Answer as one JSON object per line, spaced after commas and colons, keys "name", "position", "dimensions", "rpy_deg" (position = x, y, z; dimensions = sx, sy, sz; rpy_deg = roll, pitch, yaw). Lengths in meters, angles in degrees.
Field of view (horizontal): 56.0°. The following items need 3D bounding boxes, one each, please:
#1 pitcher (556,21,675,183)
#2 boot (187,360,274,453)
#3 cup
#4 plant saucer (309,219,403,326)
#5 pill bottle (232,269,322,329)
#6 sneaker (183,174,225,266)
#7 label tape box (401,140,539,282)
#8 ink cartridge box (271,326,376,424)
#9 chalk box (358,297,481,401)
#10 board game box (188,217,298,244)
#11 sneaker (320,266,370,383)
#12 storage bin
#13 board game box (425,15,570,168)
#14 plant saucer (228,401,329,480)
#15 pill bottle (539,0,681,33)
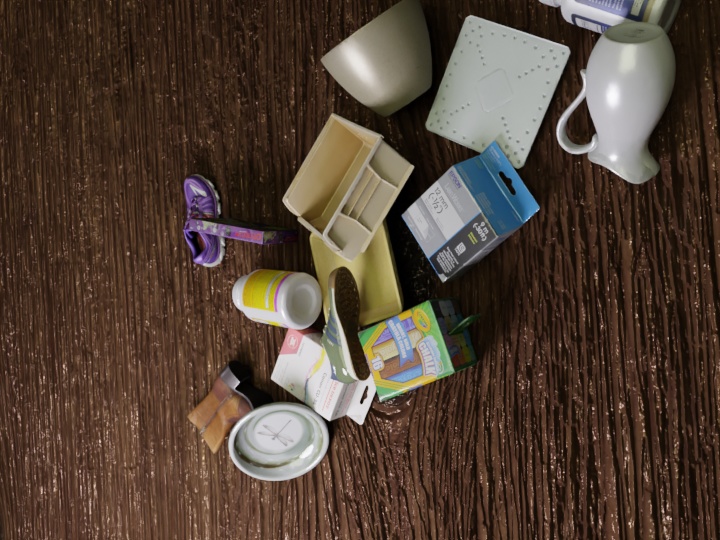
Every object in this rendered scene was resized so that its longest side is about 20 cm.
{"name": "pitcher", "position": [0.366, -0.250, 0.991], "dimensions": [0.169, 0.121, 0.204], "rpy_deg": [22, 137, 36]}
{"name": "boot", "position": [-0.271, 0.324, 1.428], "dimensions": [0.188, 0.068, 0.201], "rpy_deg": [45, 117, 11]}
{"name": "cup", "position": [0.049, -0.359, 1.179], "dimensions": [0.197, 0.201, 0.145], "rpy_deg": [-27, 105, 27]}
{"name": "plant saucer", "position": [0.000, 0.000, 1.252], "dimensions": [0.197, 0.048, 0.206], "rpy_deg": [-21, 77, 43]}
{"name": "pill bottle", "position": [-0.170, 0.052, 1.328], "dimensions": [0.197, 0.102, 0.108], "rpy_deg": [5, 93, 47]}
{"name": "sneaker", "position": [-0.346, -0.111, 1.457], "dimensions": [0.079, 0.083, 0.206], "rpy_deg": [-20, 79, 28]}
{"name": "label tape box", "position": [0.181, -0.098, 1.140], "dimensions": [0.200, 0.065, 0.146], "rpy_deg": [-43, 70, 34]}
{"name": "ink cartridge box", "position": [-0.067, 0.203, 1.302], "dimensions": [0.197, 0.067, 0.119], "rpy_deg": [28, 103, 27]}
{"name": "chalk box", "position": [0.118, 0.126, 1.160], "dimensions": [0.197, 0.124, 0.127], "rpy_deg": [-25, 78, 29]}
{"name": "board game box", "position": [-0.237, -0.082, 1.372], "dimensions": [0.195, 0.119, 0.033], "rpy_deg": [12, 96, 30]}
{"name": "sneaker", "position": [-0.043, 0.104, 1.219], "dimensions": [0.089, 0.066, 0.207], "rpy_deg": [-21, 76, 43]}
{"name": "storage bin", "position": [-0.030, -0.149, 1.195], "dimensions": [0.202, 0.093, 0.200], "rpy_deg": [-58, 35, 4]}
{"name": "board game box", "position": [0.230, -0.303, 1.148], "dimensions": [0.197, 0.026, 0.205], "rpy_deg": [28, 104, 27]}
{"name": "plant saucer", "position": [-0.159, 0.322, 1.319], "dimensions": [0.201, 0.197, 0.051], "rpy_deg": [-49, 28, 20]}
{"name": "pill bottle", "position": [0.371, -0.418, 1.014], "dimensions": [0.197, 0.110, 0.114], "rpy_deg": [30, 105, 26]}
